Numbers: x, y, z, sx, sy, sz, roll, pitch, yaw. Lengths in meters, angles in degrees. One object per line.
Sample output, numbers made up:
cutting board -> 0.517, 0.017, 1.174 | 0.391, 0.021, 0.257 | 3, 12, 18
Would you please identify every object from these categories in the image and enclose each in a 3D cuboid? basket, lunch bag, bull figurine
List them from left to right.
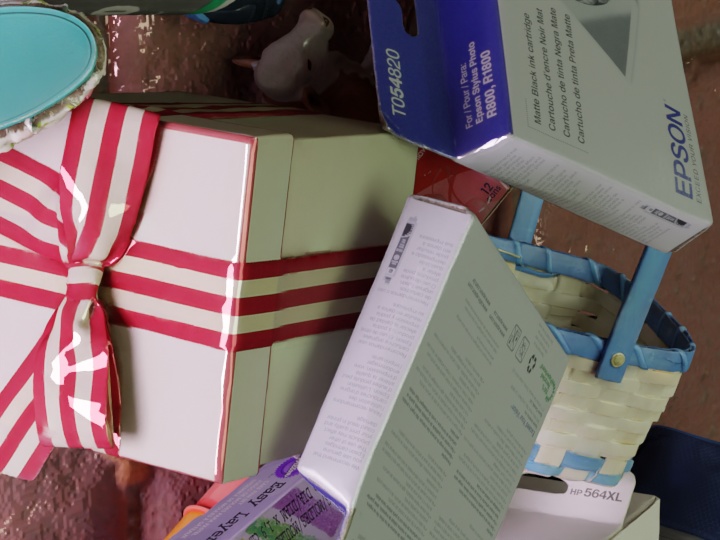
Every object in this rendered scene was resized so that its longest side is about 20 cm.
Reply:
bull figurine -> -0.001, -0.063, 1.346 | 0.121, 0.065, 0.201 | -34, 122, -38
basket -> 0.122, 0.012, 1.404 | 0.138, 0.176, 0.201 | 15, 103, -22
lunch bag -> 0.237, 0.217, 1.606 | 0.133, 0.135, 0.200 | -55, 133, -21

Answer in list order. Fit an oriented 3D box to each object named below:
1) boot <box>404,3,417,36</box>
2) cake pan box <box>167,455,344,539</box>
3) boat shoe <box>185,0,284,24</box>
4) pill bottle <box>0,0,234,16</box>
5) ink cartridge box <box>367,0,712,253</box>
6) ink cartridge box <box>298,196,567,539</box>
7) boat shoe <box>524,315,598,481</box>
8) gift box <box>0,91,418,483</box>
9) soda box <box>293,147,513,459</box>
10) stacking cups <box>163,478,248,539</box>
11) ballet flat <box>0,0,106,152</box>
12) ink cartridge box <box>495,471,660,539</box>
boot -> 0.067, -0.178, 1.355 | 0.200, 0.064, 0.187 | -42, 118, -45
cake pan box -> -0.049, 0.219, 1.285 | 0.200, 0.052, 0.185 | -37, 115, -36
boat shoe -> -0.055, -0.229, 1.250 | 0.068, 0.084, 0.201 | 4, 111, -27
pill bottle -> -0.145, -0.176, 1.137 | 0.199, 0.113, 0.114 | -6, 104, -44
ink cartridge box -> 0.091, -0.126, 1.264 | 0.199, 0.041, 0.201 | 20, 49, -33
ink cartridge box -> 0.031, 0.093, 1.201 | 0.201, 0.040, 0.200 | -68, 154, -16
boat shoe -> 0.133, 0.127, 1.524 | 0.066, 0.074, 0.201 | 4, 96, -44
gift box -> -0.101, 0.005, 1.182 | 0.186, 0.199, 0.186 | -9, 102, -60
soda box -> 0.000, 0.000, 1.280 | 0.200, 0.070, 0.063 | -52, -176, 21
stacking cups -> -0.114, 0.187, 1.302 | 0.200, 0.060, 0.061 | -49, 130, -33
ballet flat -> -0.210, -0.068, 1.087 | 0.199, 0.064, 0.076 | -20, 79, -8
ink cartridge box -> 0.100, 0.215, 1.448 | 0.125, 0.128, 0.201 | -26, 118, -61
